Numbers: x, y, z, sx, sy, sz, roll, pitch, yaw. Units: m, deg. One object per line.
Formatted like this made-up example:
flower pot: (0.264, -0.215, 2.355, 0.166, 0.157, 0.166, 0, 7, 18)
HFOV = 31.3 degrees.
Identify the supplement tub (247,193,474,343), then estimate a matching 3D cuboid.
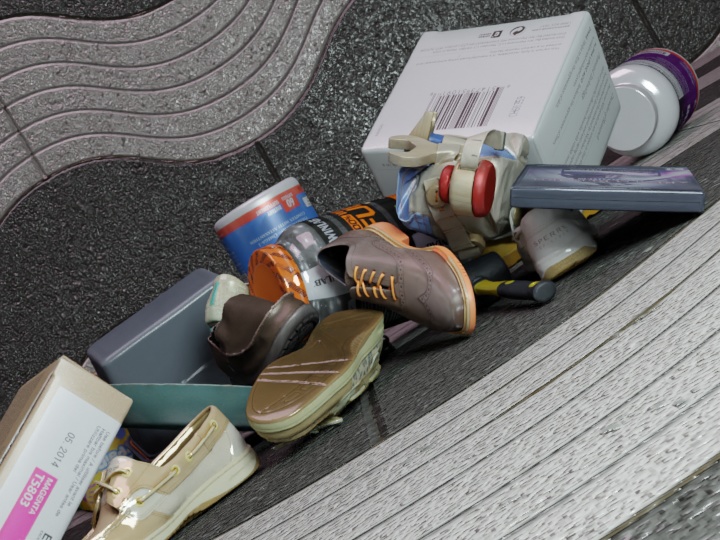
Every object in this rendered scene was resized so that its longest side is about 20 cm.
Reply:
supplement tub: (0.000, 0.000, 1.233, 0.198, 0.124, 0.122, -18, -4, -27)

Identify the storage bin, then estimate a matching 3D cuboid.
storage bin: (-0.183, 0.100, 1.354, 0.199, 0.135, 0.145, -37, 21, -15)

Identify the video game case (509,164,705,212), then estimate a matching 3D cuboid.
video game case: (0.197, -0.068, 1.033, 0.141, 0.019, 0.200, 2, 9, 10)

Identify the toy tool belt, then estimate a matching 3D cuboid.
toy tool belt: (0.071, -0.075, 1.124, 0.121, 0.127, 0.200, 8, 6, 17)

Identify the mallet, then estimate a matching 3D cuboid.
mallet: (0.124, 0.010, 1.048, 0.065, 0.042, 0.200, -29, 7, -18)

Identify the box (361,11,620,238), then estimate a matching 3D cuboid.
box: (0.139, -0.146, 1.324, 0.197, 0.131, 0.201, -1, 46, 32)

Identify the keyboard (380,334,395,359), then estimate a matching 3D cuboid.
keyboard: (-0.046, 0.098, 1.255, 0.104, 0.040, 0.199, -34, 5, -40)

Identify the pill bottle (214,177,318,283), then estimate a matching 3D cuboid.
pill bottle: (-0.072, 0.007, 1.460, 0.111, 0.201, 0.112, -31, 2, 2)

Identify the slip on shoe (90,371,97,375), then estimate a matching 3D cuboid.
slip on shoe: (-0.231, 0.102, 1.458, 0.199, 0.061, 0.076, -31, 6, -14)

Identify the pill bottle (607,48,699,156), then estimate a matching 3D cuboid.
pill bottle: (0.353, -0.209, 1.609, 0.112, 0.113, 0.200, -29, 3, 31)

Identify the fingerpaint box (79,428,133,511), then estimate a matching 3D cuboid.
fingerpaint box: (-0.258, 0.193, 1.501, 0.199, 0.074, 0.167, -33, 4, -21)

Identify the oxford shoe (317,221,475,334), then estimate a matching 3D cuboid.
oxford shoe: (0.029, 0.013, 1.075, 0.072, 0.072, 0.200, -11, 18, -24)

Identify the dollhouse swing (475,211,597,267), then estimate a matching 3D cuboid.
dollhouse swing: (0.183, -0.048, 1.416, 0.199, 0.176, 0.182, -31, -39, -3)

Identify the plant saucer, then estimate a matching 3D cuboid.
plant saucer: (-0.150, 0.125, 1.160, 0.197, 0.036, 0.200, 1, -8, 0)

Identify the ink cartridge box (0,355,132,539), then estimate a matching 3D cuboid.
ink cartridge box: (-0.281, 0.184, 1.056, 0.164, 0.075, 0.202, -25, 35, 61)

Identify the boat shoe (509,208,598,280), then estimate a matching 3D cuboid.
boat shoe: (0.162, -0.041, 1.110, 0.070, 0.070, 0.200, -32, 2, 5)

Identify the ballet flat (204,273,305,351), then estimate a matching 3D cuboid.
ballet flat: (-0.080, 0.050, 1.298, 0.067, 0.063, 0.199, -8, -20, 31)

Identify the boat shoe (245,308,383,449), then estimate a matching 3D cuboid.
boat shoe: (-0.026, 0.092, 1.026, 0.072, 0.063, 0.200, 0, 20, 26)

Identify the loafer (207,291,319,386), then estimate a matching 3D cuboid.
loafer: (-0.097, 0.057, 1.125, 0.073, 0.071, 0.200, -47, 4, -26)

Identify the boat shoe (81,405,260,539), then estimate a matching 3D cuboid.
boat shoe: (-0.162, 0.167, 0.944, 0.073, 0.070, 0.199, -28, 4, 46)
